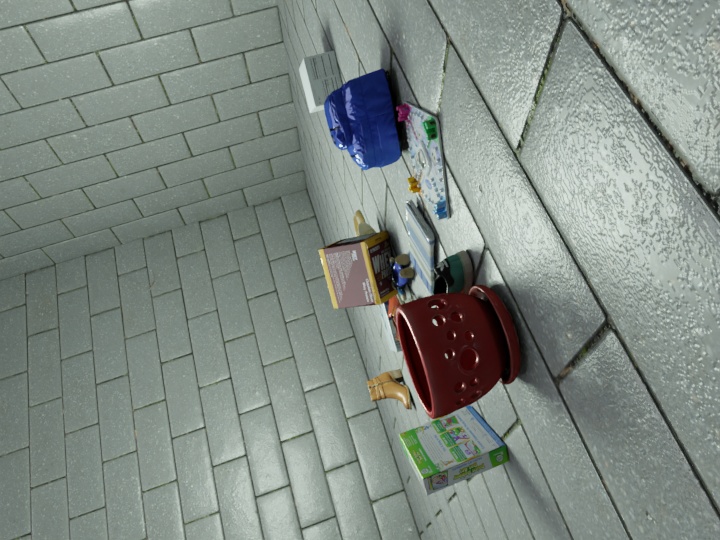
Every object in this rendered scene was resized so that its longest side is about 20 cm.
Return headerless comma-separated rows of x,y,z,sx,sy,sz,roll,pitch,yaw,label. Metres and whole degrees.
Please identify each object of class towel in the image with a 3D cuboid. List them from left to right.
0.149,-0.055,1.346,0.204,0.023,0.149,80,168,-47,towel

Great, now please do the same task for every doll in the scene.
0.117,0.022,1.632,0.200,0.047,0.141,105,149,-75,doll

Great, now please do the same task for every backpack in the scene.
0.009,-0.337,1.290,0.163,0.163,0.206,-112,3,-76,backpack

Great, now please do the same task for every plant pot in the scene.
0.006,-0.137,2.191,0.200,0.027,0.207,164,91,-82,plant pot
0.172,0.135,0.979,0.200,0.177,0.207,163,90,-81,plant pot

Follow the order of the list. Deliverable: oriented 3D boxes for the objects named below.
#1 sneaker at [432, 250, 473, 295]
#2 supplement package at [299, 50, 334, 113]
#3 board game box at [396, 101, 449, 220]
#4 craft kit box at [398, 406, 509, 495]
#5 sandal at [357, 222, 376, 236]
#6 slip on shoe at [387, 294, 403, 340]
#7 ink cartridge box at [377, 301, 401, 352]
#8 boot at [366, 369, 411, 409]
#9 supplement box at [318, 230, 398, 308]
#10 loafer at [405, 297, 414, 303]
0.181,0.052,1.114,0.072,0.077,0.205,-117,13,-50,sneaker
-0.135,-0.643,1.894,0.200,0.107,0.161,-139,34,-75,supplement package
0.127,-0.230,1.146,0.201,0.025,0.206,-119,15,-61,board game box
0.201,0.394,1.234,0.200,0.191,0.050,-134,29,-75,craft kit box
0.065,-0.076,1.823,0.069,0.076,0.217,-35,75,53,sandal
0.116,0.133,1.819,0.074,0.059,0.207,103,152,-78,slip on shoe
0.107,0.201,2.085,0.200,0.039,0.206,144,111,-82,ink cartridge box
0.114,0.488,2.190,0.078,0.150,0.203,81,169,-46,boot
0.000,0.000,1.767,0.195,0.132,0.204,-8,102,38,supplement box
0.152,0.127,1.610,0.200,0.061,0.074,120,165,-75,loafer
